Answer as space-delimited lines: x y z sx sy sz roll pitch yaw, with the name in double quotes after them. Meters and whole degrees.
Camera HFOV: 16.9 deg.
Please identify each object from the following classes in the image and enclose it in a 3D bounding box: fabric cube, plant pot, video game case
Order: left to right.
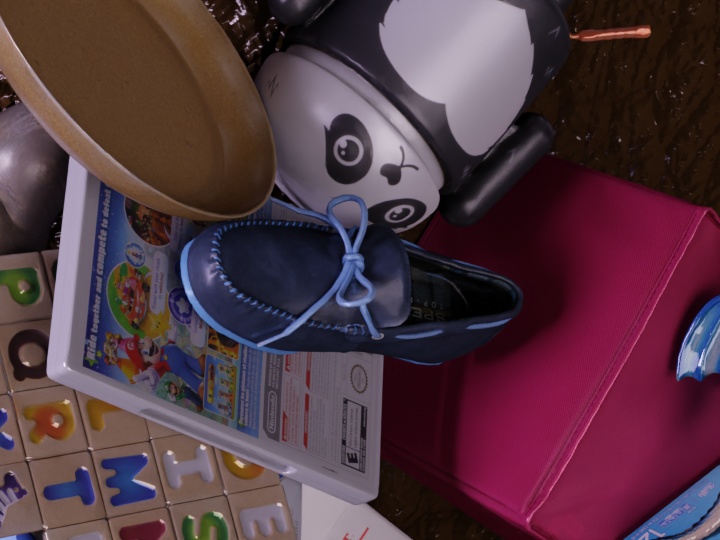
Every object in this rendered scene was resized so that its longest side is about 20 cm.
-0.119 -0.102 1.168 0.027 0.200 0.200 -38 129 24 "plant pot"
-0.065 0.020 1.199 0.200 0.018 0.143 26 54 -37 "video game case"
0.140 0.069 1.360 0.200 0.199 0.196 35 84 -35 "fabric cube"

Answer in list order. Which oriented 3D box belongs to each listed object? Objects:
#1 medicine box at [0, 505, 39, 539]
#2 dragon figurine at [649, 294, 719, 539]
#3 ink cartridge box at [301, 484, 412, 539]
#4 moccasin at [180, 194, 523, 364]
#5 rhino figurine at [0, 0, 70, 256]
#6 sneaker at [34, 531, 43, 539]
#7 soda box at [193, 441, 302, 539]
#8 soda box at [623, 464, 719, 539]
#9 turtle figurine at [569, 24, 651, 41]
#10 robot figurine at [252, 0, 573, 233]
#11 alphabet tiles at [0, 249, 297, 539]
-0.282 0.132 1.137 0.200 0.103 0.182 -42 112 -13 "medicine box"
0.204 0.049 1.238 0.059 0.099 0.200 21 111 -37 "dragon figurine"
-0.019 0.190 1.370 0.200 0.067 0.117 42 79 -36 "ink cartridge box"
0.000 0.000 1.211 0.200 0.068 0.081 5 67 -46 "moccasin"
-0.189 -0.032 1.199 0.087 0.060 0.200 34 88 -31 "rhino figurine"
-0.164 0.121 1.255 0.087 0.075 0.200 -48 121 -1 "sneaker"
-0.072 0.067 1.246 0.064 0.068 0.200 17 64 -36 "soda box"
0.237 0.122 1.279 0.200 0.064 0.068 -34 119 -20 "soda box"
0.159 -0.232 1.369 0.200 0.064 0.161 -33 113 -20 "turtle figurine"
0.031 -0.111 1.280 0.200 0.150 0.125 -48 169 -13 "robot figurine"
-0.116 0.084 1.160 0.167 0.008 0.200 -8 76 -35 "alphabet tiles"
